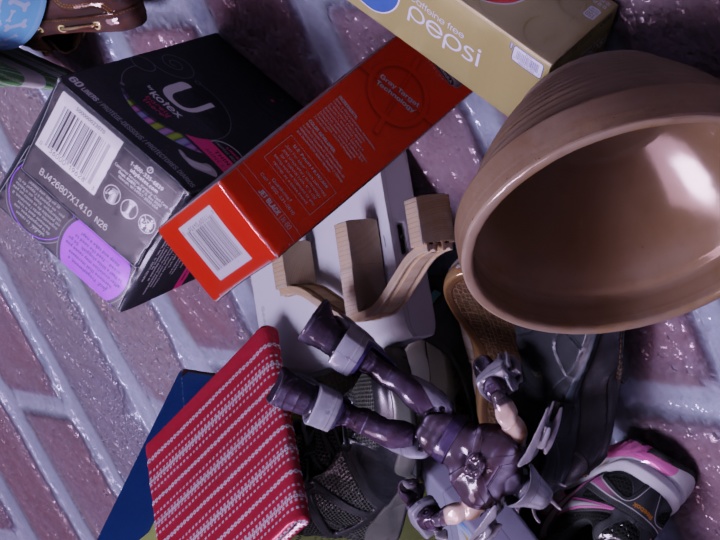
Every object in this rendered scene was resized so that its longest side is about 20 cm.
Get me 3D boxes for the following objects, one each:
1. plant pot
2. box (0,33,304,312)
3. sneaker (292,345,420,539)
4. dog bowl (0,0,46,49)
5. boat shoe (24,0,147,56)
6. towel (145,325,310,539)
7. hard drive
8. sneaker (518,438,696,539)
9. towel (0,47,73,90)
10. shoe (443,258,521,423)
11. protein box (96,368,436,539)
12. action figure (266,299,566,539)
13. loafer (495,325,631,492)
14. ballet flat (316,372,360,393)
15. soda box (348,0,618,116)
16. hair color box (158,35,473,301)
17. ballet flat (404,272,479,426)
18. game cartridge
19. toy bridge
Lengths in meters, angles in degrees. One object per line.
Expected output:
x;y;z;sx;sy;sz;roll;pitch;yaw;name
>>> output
0.146;-0.057;1.338;0.201;0.199;0.093;101;161;-53;plant pot
-0.126;-0.070;1.587;0.122;0.200;0.106;40;118;13;box
-0.018;0.124;1.629;0.200;0.113;0.077;104;163;-55;sneaker
-0.275;-0.251;1.667;0.111;0.049;0.201;14;111;41;dog bowl
-0.227;-0.189;1.727;0.199;0.070;0.071;-4;118;53;boat shoe
-0.092;0.144;1.642;0.022;0.201;0.145;30;118;-29;towel
-0.018;0.000;1.657;0.200;0.026;0.133;-23;74;58;hard drive
0.148;0.184;1.634;0.080;0.087;0.200;35;149;0;sneaker
-0.294;-0.159;1.745;0.152;0.200;0.024;24;99;22;towel
0.105;0.056;1.604;0.069;0.054;0.201;-6;130;16;shoe
-0.070;0.210;1.775;0.200;0.199;0.135;35;163;-31;protein box
0.044;0.098;1.518;0.199;0.131;0.069;31;-178;2;action figure
0.141;0.054;1.534;0.073;0.072;0.201;47;135;39;loafer
-0.025;0.101;1.814;0.199;0.046;0.068;14;135;44;ballet flat
0.049;-0.172;1.397;0.200;0.068;0.064;38;148;17;soda box
-0.023;-0.072;1.470;0.061;0.200;0.101;51;149;-5;hair color box
0.054;0.089;1.678;0.068;0.068;0.201;22;141;34;ballet flat
0.107;0.210;1.625;0.200;0.040;0.134;52;165;28;game cartridge
0.000;0.000;1.574;0.200;0.027;0.068;-18;79;57;toy bridge
